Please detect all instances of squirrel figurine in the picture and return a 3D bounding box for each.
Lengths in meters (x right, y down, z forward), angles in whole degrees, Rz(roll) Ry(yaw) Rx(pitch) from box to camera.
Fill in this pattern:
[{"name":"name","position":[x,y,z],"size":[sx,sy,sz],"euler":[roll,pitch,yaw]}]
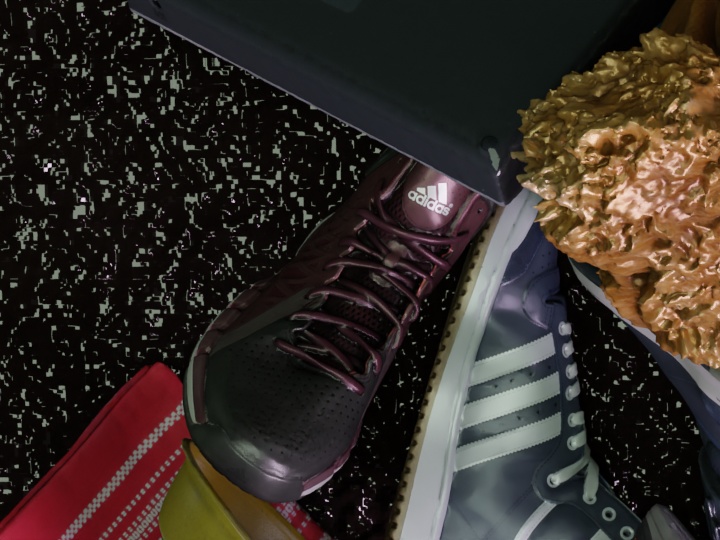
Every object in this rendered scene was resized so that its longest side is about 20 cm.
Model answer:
[{"name":"squirrel figurine","position":[0.149,-0.069,1.004],"size":[0.141,0.187,0.200],"euler":[32,66,16]}]

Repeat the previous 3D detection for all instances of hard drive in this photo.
[{"name":"hard drive","position":[0.019,-0.123,1.142],"size":[0.200,0.033,0.140],"euler":[29,67,28]}]

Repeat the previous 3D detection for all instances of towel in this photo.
[{"name":"towel","position":[-0.057,0.147,1.182],"size":[0.200,0.145,0.022],"euler":[45,140,-1]}]

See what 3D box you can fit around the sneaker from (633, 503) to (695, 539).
[{"name":"sneaker","position":[0.097,0.156,1.092],"size":[0.112,0.200,0.078],"euler":[-40,82,8]}]

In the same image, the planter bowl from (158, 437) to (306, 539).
[{"name":"planter bowl","position":[-0.031,0.167,1.095],"size":[0.083,0.200,0.200],"euler":[-43,85,1]}]

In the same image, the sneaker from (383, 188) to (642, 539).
[{"name":"sneaker","position":[0.081,0.061,1.193],"size":[0.108,0.070,0.200],"euler":[16,91,2]}]

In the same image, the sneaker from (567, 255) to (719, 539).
[{"name":"sneaker","position":[0.152,0.049,1.148],"size":[0.077,0.202,0.146],"euler":[-26,127,-6]}]

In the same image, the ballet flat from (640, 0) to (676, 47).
[{"name":"ballet flat","position":[0.112,-0.118,1.174],"size":[0.200,0.067,0.064],"euler":[4,66,9]}]

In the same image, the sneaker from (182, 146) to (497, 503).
[{"name":"sneaker","position":[0.000,0.000,1.126],"size":[0.076,0.200,0.116],"euler":[35,127,-4]}]

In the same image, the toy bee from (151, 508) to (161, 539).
[{"name":"toy bee","position":[-0.070,0.185,1.216],"size":[0.131,0.109,0.200],"euler":[-24,101,-30]}]
